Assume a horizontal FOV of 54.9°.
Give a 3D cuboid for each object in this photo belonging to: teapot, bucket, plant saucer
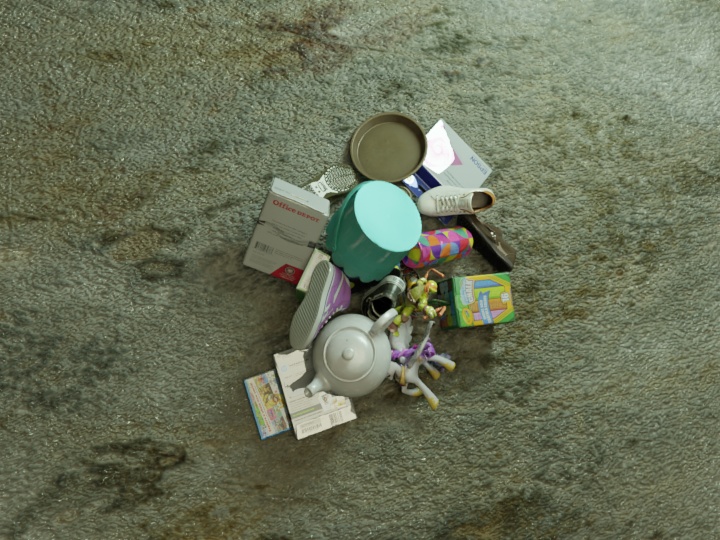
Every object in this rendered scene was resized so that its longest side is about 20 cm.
[{"bbox_3d":[-0.018,0.184,1.538,0.192,0.146,0.205,3,80,3],"label":"teapot"},{"bbox_3d":[0.032,-0.092,1.567,0.203,0.135,0.211,15,58,-24],"label":"bucket"},{"bbox_3d":[0.071,-0.303,1.728,0.195,0.030,0.205,-2,68,6],"label":"plant saucer"}]

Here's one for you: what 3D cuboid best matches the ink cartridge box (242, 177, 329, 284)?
[{"bbox_3d":[-0.169,-0.089,1.588,0.143,0.084,0.202,21,119,-10],"label":"ink cartridge box"}]

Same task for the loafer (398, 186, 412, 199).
[{"bbox_3d":[0.054,-0.143,1.718,0.199,0.067,0.077,-38,93,-16],"label":"loafer"}]

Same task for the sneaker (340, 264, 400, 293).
[{"bbox_3d":[0.000,0.000,1.683,0.196,0.066,0.080,-17,56,5],"label":"sneaker"}]

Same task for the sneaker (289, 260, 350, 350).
[{"bbox_3d":[-0.077,0.093,1.521,0.114,0.072,0.204,37,72,-46],"label":"sneaker"}]

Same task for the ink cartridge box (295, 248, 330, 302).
[{"bbox_3d":[-0.130,0.063,1.601,0.047,0.146,0.203,26,77,0],"label":"ink cartridge box"}]

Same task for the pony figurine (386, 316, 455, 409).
[{"bbox_3d":[0.129,0.213,1.664,0.198,0.166,0.196,29,84,-25],"label":"pony figurine"}]

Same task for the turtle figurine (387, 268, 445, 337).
[{"bbox_3d":[0.125,0.078,1.587,0.064,0.201,0.161,36,112,-22],"label":"turtle figurine"}]

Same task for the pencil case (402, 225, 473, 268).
[{"bbox_3d":[0.188,-0.059,1.704,0.197,0.088,0.090,-11,85,-41],"label":"pencil case"}]

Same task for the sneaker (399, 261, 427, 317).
[{"bbox_3d":[0.122,0.013,1.709,0.076,0.082,0.204,-19,87,-15],"label":"sneaker"}]

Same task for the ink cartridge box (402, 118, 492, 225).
[{"bbox_3d":[0.214,-0.254,1.777,0.196,0.043,0.201,43,66,-7],"label":"ink cartridge box"}]

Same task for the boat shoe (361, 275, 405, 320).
[{"bbox_3d":[0.041,0.079,1.616,0.070,0.200,0.064,29,60,-3],"label":"boat shoe"}]

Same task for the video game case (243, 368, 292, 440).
[{"bbox_3d":[-0.162,0.294,1.631,0.196,0.018,0.146,-18,88,-17],"label":"video game case"}]

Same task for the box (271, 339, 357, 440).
[{"bbox_3d":[-0.108,0.271,1.618,0.153,0.041,0.204,-17,88,-17],"label":"box"}]

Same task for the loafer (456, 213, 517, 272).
[{"bbox_3d":[0.328,-0.084,1.789,0.200,0.073,0.071,46,63,-9],"label":"loafer"}]

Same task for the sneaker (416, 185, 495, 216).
[{"bbox_3d":[0.236,-0.174,1.710,0.195,0.085,0.075,-7,100,4],"label":"sneaker"}]

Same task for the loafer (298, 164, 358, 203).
[{"bbox_3d":[-0.090,-0.198,1.685,0.198,0.067,0.077,-27,86,-33],"label":"loafer"}]

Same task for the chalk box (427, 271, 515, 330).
[{"bbox_3d":[0.263,0.080,1.717,0.195,0.125,0.127,-6,84,-14],"label":"chalk box"}]
